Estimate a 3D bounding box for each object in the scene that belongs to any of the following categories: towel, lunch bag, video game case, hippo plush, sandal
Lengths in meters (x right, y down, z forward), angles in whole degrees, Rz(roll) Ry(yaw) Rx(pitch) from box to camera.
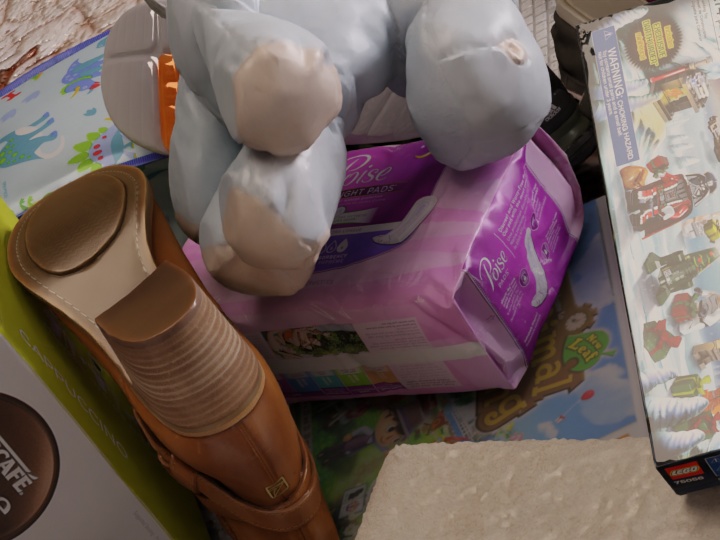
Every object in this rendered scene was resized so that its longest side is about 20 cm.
[{"bbox_3d":[0.077,0.126,0.992,0.199,0.035,0.133,-4,50,35],"label":"towel"},{"bbox_3d":[-0.113,-0.057,1.344,0.200,0.128,0.170,-33,31,7],"label":"lunch bag"},{"bbox_3d":[0.048,0.063,1.132,0.181,0.022,0.200,-25,33,16],"label":"video game case"},{"bbox_3d":[-0.003,-0.083,1.116,0.160,0.160,0.200,-9,43,-17],"label":"hippo plush"},{"bbox_3d":[-0.032,-0.088,1.226,0.206,0.059,0.080,5,84,23],"label":"sandal"}]

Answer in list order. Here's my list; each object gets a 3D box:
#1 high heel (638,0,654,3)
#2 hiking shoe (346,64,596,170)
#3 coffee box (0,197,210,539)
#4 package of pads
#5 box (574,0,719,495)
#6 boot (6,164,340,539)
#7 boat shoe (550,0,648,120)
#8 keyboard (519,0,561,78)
[{"bbox_3d":[0.124,-0.186,1.284,0.068,0.096,0.200,-60,29,-7],"label":"high heel"},{"bbox_3d":[0.039,-0.101,1.263,0.076,0.101,0.200,-39,29,-25],"label":"hiking shoe"},{"bbox_3d":[-0.204,0.099,1.154,0.197,0.200,0.200,-33,31,3],"label":"coffee box"},{"bbox_3d":[0.000,0.000,1.168,0.199,0.076,0.121,-7,43,37],"label":"package of pads"},{"bbox_3d":[0.168,-0.024,0.969,0.136,0.040,0.201,-16,62,15],"label":"box"},{"bbox_3d":[-0.084,0.047,1.114,0.074,0.155,0.200,-33,33,-4],"label":"boot"},{"bbox_3d":[0.151,-0.080,1.207,0.067,0.057,0.200,-9,30,-19],"label":"boat shoe"},{"bbox_3d":[0.086,-0.105,1.331,0.056,0.011,0.200,-23,33,19],"label":"keyboard"}]
